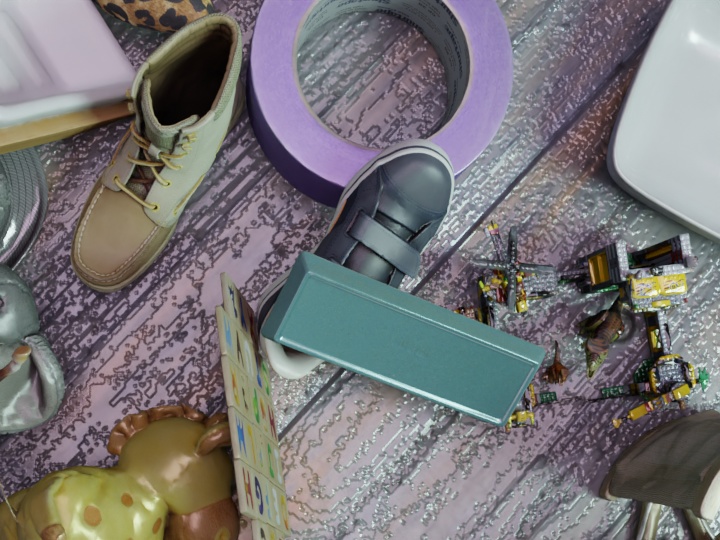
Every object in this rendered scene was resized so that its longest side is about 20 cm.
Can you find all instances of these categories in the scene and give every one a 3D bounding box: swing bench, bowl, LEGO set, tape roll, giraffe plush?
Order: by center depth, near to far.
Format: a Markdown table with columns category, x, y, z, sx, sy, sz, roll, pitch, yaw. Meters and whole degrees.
| category | x | y | z | sx | sy | sz | roll | pitch | yaw |
| --- | --- | --- | --- | --- | --- | --- | --- | --- | --- |
| giraffe plush | -0.155 | 0.168 | 0.864 | 0.161 | 0.172 | 0.202 | -27 | 119 | -29 |
| swing bench | 0.259 | 0.201 | 0.892 | 0.128 | 0.199 | 0.202 | -3 | 83 | -8 |
| LEGO set | 0.174 | 0.044 | 0.940 | 0.198 | 0.116 | 0.156 | 2 | 83 | -7 |
| tape roll | 0.012 | -0.149 | 0.961 | 0.198 | 0.085 | 0.202 | 1 | 82 | -8 |
| bowl | 0.301 | -0.114 | 1.000 | 0.199 | 0.075 | 0.201 | 26 | 81 | -3 |

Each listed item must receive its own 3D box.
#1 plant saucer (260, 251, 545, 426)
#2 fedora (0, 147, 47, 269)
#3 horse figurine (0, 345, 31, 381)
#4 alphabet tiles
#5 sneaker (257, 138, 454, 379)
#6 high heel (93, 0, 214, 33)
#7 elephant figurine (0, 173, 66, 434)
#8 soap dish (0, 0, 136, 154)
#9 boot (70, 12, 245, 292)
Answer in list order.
| category | x | y | z | sx | sy | sz | roll | pitch | yaw |
| --- | --- | --- | --- | --- | --- | --- | --- | --- | --- |
| plant saucer | 0.033 | 0.054 | 0.877 | 0.199 | 0.019 | 0.070 | 22 | 110 | -18 |
| fedora | -0.330 | -0.053 | 0.898 | 0.199 | 0.090 | 0.178 | -32 | 88 | -10 |
| horse figurine | -0.293 | 0.052 | 0.757 | 0.199 | 0.133 | 0.050 | 35 | 35 | -11 |
| alphabet tiles | -0.072 | 0.110 | 0.864 | 0.006 | 0.167 | 0.202 | -10 | 72 | 3 |
| sneaker | 0.000 | 0.000 | 0.897 | 0.078 | 0.080 | 0.200 | 30 | 115 | -22 |
| high heel | -0.187 | -0.248 | 0.888 | 0.200 | 0.143 | 0.071 | 40 | 82 | 19 |
| elephant figurine | -0.270 | 0.059 | 0.863 | 0.200 | 0.155 | 0.142 | -40 | 81 | -6 |
| soap dish | -0.259 | -0.155 | 0.878 | 0.081 | 0.200 | 0.158 | -33 | 90 | 27 |
| boot | -0.147 | -0.082 | 0.894 | 0.072 | 0.155 | 0.201 | 33 | 80 | -2 |
